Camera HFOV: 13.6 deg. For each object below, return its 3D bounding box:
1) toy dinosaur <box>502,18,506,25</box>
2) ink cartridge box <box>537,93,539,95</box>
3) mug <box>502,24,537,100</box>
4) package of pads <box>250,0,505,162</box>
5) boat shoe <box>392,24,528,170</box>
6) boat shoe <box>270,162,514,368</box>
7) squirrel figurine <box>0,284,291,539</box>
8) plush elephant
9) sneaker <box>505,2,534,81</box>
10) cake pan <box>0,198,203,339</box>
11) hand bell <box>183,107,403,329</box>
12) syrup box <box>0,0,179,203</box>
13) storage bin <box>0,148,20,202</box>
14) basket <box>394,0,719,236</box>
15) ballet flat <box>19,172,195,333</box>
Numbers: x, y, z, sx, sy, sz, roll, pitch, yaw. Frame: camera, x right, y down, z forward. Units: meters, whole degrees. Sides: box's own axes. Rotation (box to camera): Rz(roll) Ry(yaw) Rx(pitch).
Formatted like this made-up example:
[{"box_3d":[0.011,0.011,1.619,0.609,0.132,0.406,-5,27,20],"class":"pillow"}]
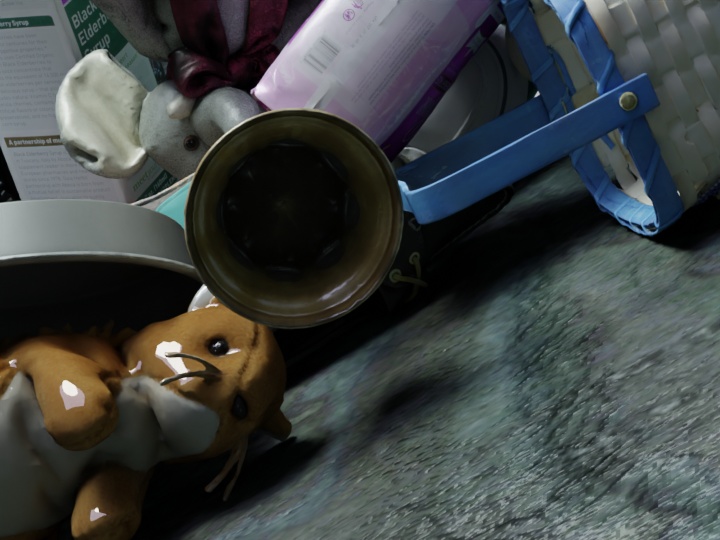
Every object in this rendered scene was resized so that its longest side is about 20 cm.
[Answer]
[{"box_3d":[0.093,-0.167,1.714,0.086,0.199,0.136,-62,19,15],"class":"toy dinosaur"},{"box_3d":[0.157,-0.206,1.929,0.067,0.201,0.116,8,-20,-44],"class":"ink cartridge box"},{"box_3d":[0.015,-0.110,1.812,0.152,0.115,0.185,-34,-13,-23],"class":"mug"},{"box_3d":[0.034,-0.143,1.565,0.200,0.076,0.120,-52,-7,3],"class":"package of pads"},{"box_3d":[0.020,-0.058,1.671,0.065,0.074,0.200,-18,-29,-48],"class":"boat shoe"},{"box_3d":[0.000,0.000,1.619,0.201,0.061,0.072,-28,-27,-5],"class":"boat shoe"},{"box_3d":[-0.131,0.065,1.477,0.186,0.142,0.200,-25,13,-6],"class":"squirrel figurine"},{"box_3d":[-0.082,-0.116,1.681,0.164,0.156,0.200,-1,-7,-20],"class":"plush elephant"},{"box_3d":[0.184,-0.139,1.607,0.199,0.077,0.111,-6,2,-20],"class":"sneaker"},{"box_3d":[-0.171,0.008,1.522,0.199,0.037,0.200,-7,-16,-2],"class":"cake pan"},{"box_3d":[-0.045,-0.042,1.497,0.104,0.104,0.200,-30,14,-2],"class":"hand bell"},{"box_3d":[-0.174,-0.123,1.776,0.081,0.201,0.079,0,33,28],"class":"syrup box"},{"box_3d":[-0.181,-0.023,1.911,0.199,0.094,0.135,7,37,35],"class":"storage bin"},{"box_3d":[0.106,-0.078,1.465,0.199,0.140,0.176,-23,8,-2],"class":"basket"},{"box_3d":[-0.108,-0.006,1.639,0.199,0.068,0.067,-23,-22,14],"class":"ballet flat"}]
